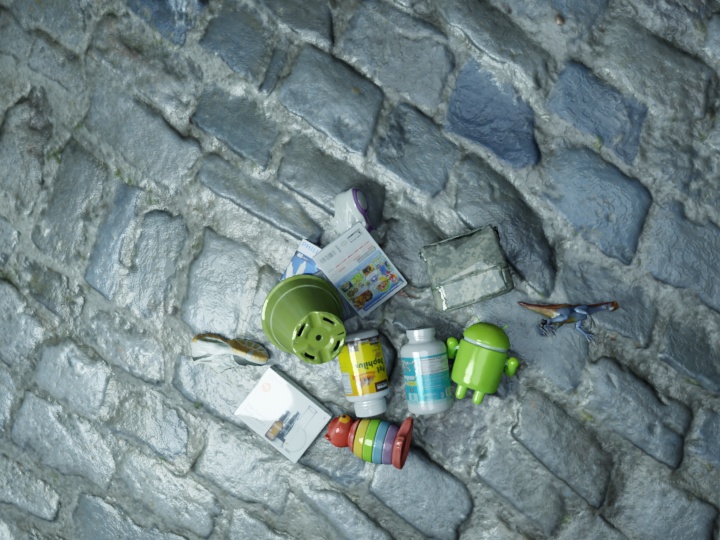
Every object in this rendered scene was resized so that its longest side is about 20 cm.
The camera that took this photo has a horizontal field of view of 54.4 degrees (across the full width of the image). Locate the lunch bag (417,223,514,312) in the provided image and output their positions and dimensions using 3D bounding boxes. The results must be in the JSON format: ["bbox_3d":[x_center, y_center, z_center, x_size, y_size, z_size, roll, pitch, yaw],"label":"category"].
[{"bbox_3d":[0.251,-0.006,1.661,0.200,0.139,0.168,-18,89,5],"label":"lunch bag"}]

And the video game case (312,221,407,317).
[{"bbox_3d":[0.000,0.000,1.690,0.143,0.018,0.200,-38,110,3],"label":"video game case"}]

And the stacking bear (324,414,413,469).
[{"bbox_3d":[0.015,0.407,1.707,0.200,0.121,0.114,11,118,15],"label":"stacking bear"}]

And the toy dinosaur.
[{"bbox_3d":[0.512,0.095,1.667,0.181,0.105,0.200,-32,74,-15],"label":"toy dinosaur"}]

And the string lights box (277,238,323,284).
[{"bbox_3d":[-0.144,0.031,1.740,0.103,0.059,0.200,29,94,2],"label":"string lights box"}]

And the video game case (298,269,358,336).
[{"bbox_3d":[-0.085,0.069,1.709,0.200,0.019,0.143,-25,109,-9],"label":"video game case"}]

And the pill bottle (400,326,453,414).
[{"bbox_3d":[0.157,0.238,1.688,0.111,0.111,0.200,-8,89,6],"label":"pill bottle"}]

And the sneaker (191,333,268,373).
[{"bbox_3d":[-0.328,0.219,1.764,0.200,0.076,0.088,12,107,9],"label":"sneaker"}]

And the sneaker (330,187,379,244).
[{"bbox_3d":[-0.015,-0.100,1.733,0.100,0.075,0.200,-14,92,30],"label":"sneaker"}]

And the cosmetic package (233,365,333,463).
[{"bbox_3d":[-0.192,0.358,1.754,0.200,0.052,0.151,38,91,4],"label":"cosmetic package"}]

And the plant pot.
[{"bbox_3d":[-0.113,0.127,1.604,0.200,0.190,0.200,-4,104,-17],"label":"plant pot"}]

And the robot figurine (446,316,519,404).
[{"bbox_3d":[0.286,0.214,1.671,0.175,0.116,0.200,16,92,14],"label":"robot figurine"}]

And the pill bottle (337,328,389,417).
[{"bbox_3d":[0.008,0.248,1.703,0.109,0.109,0.200,-12,90,6],"label":"pill bottle"}]
